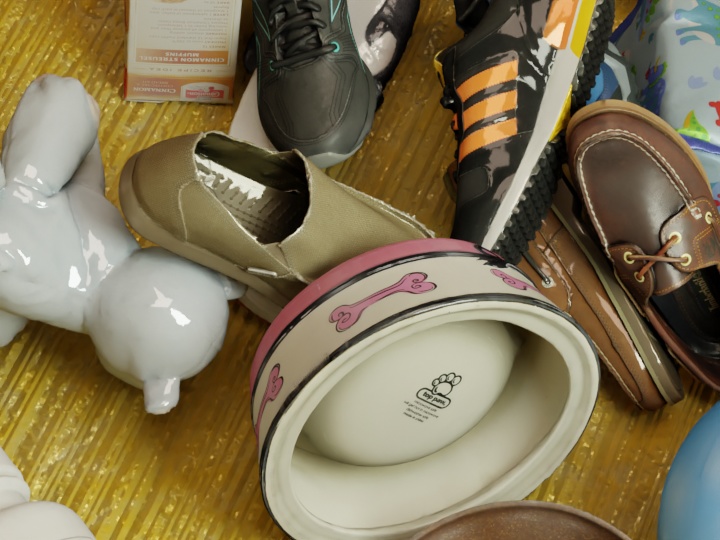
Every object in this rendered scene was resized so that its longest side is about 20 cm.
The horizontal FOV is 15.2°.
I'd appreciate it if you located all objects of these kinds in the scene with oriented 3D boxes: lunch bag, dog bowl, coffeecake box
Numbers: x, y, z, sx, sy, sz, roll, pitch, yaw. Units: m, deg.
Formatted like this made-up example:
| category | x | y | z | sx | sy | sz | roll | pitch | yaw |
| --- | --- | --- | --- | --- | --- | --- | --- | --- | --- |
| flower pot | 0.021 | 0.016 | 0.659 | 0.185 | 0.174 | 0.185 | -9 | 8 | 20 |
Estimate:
| category | x | y | z | sx | sy | sz | roll | pitch | yaw |
| --- | --- | --- | --- | --- | --- | --- | --- | --- | --- |
| lunch bag | 0.256 | -0.082 | 1.654 | 0.200 | 0.127 | 0.170 | 19 | 48 | -15 |
| dog bowl | 0.027 | 0.066 | 1.491 | 0.200 | 0.200 | 0.074 | -14 | 47 | -15 |
| coffeecake box | -0.106 | -0.222 | 1.647 | 0.073 | 0.200 | 0.154 | 1 | 57 | -5 |

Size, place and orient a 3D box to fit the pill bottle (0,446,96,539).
| category | x | y | z | sx | sy | sz | roll | pitch | yaw |
| --- | --- | --- | --- | --- | --- | --- | --- | --- | --- |
| pill bottle | -0.178 | 0.187 | 1.428 | 0.114 | 0.114 | 0.200 | -30 | 65 | -23 |

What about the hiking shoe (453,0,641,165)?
| category | x | y | z | sx | sy | sz | roll | pitch | yaw |
| --- | --- | --- | --- | --- | --- | --- | --- | --- | --- |
| hiking shoe | 0.098 | -0.136 | 1.632 | 0.087 | 0.074 | 0.200 | 1 | 51 | -36 |

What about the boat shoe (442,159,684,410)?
| category | x | y | z | sx | sy | sz | roll | pitch | yaw |
| --- | --- | --- | --- | --- | --- | --- | --- | --- | --- |
| boat shoe | 0.121 | 0.007 | 1.616 | 0.068 | 0.072 | 0.200 | -32 | 71 | 8 |

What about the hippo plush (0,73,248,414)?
| category | x | y | z | sx | sy | sz | roll | pitch | yaw |
| --- | --- | --- | --- | --- | --- | --- | --- | --- | --- |
| hippo plush | -0.141 | -0.012 | 1.527 | 0.161 | 0.200 | 0.160 | 23 | 79 | -1 |

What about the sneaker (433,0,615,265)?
| category | x | y | z | sx | sy | sz | roll | pitch | yaw |
| --- | --- | --- | --- | --- | --- | --- | --- | --- | --- |
| sneaker | 0.076 | -0.088 | 1.558 | 0.090 | 0.070 | 0.200 | 20 | 80 | 16 |

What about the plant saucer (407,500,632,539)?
| category | x | y | z | sx | sy | sz | roll | pitch | yaw |
| --- | --- | --- | --- | --- | --- | --- | --- | --- | --- |
| plant saucer | 0.084 | 0.224 | 1.451 | 0.200 | 0.037 | 0.201 | -6 | 68 | 14 |

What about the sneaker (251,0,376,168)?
| category | x | y | z | sx | sy | sz | roll | pitch | yaw |
| --- | --- | --- | --- | --- | --- | --- | --- | --- | --- |
| sneaker | -0.041 | -0.152 | 1.619 | 0.075 | 0.079 | 0.200 | -17 | 57 | 12 |

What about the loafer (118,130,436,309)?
| category | x | y | z | sx | sy | sz | roll | pitch | yaw |
| --- | --- | --- | --- | --- | --- | --- | --- | --- | --- |
| loafer | -0.034 | -0.022 | 1.484 | 0.200 | 0.067 | 0.076 | 17 | 64 | -24 |

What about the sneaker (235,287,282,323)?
| category | x | y | z | sx | sy | sz | roll | pitch | yaw |
| --- | --- | --- | --- | --- | --- | --- | --- | --- | --- |
| sneaker | 0.000 | 0.000 | 1.589 | 0.200 | 0.082 | 0.078 | 24 | 58 | 9 |

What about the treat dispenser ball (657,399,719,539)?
| category | x | y | z | sx | sy | sz | roll | pitch | yaw |
| --- | --- | --- | --- | --- | --- | --- | --- | --- | --- |
| treat dispenser ball | 0.261 | 0.146 | 1.458 | 0.200 | 0.201 | 0.201 | 3 | 57 | -5 |

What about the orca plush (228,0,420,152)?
| category | x | y | z | sx | sy | sz | roll | pitch | yaw |
| --- | --- | --- | --- | --- | --- | --- | --- | --- | --- |
| orca plush | -0.010 | -0.131 | 1.686 | 0.105 | 0.071 | 0.200 | 10 | 65 | 29 |

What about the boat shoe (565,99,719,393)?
| category | x | y | z | sx | sy | sz | roll | pitch | yaw |
| --- | --- | --- | --- | --- | --- | --- | --- | --- | --- |
| boat shoe | 0.181 | -0.011 | 1.558 | 0.070 | 0.200 | 0.070 | -24 | 35 | 23 |
